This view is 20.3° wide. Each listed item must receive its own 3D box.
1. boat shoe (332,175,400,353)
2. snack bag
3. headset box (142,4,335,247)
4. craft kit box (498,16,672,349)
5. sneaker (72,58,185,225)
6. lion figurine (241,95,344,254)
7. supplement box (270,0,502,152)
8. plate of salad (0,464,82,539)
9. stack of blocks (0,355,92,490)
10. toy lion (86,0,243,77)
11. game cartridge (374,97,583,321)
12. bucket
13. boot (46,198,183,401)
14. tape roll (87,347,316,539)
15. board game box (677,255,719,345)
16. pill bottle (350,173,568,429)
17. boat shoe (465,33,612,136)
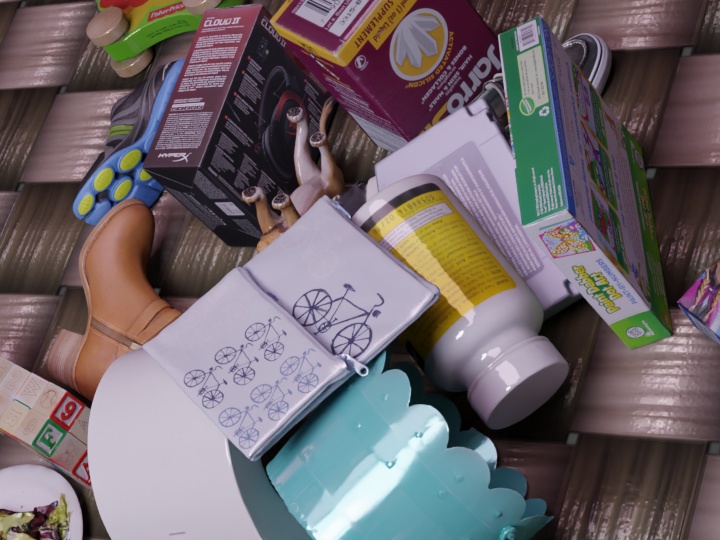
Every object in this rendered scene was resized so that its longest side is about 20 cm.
[{"bbox_3d":[0.000,0.000,1.773,0.060,0.074,0.200,-20,48,24],"label":"boat shoe"},{"bbox_3d":[-0.054,0.038,1.553,0.200,0.021,0.189,-40,40,-8],"label":"snack bag"},{"bbox_3d":[-0.105,-0.143,1.895,0.075,0.149,0.200,1,62,36],"label":"headset box"},{"bbox_3d":[0.180,-0.069,1.605,0.048,0.197,0.200,-23,49,25],"label":"craft kit box"},{"bbox_3d":[-0.225,-0.128,2.036,0.083,0.071,0.200,10,65,55],"label":"sneaker"},{"bbox_3d":[-0.051,-0.055,1.841,0.072,0.123,0.200,9,50,33],"label":"lion figurine"},{"bbox_3d":[0.035,-0.198,1.795,0.103,0.200,0.131,31,81,44],"label":"supplement box"},{"bbox_3d":[-0.342,0.266,1.850,0.200,0.048,0.200,-19,50,24],"label":"plate of salad"},{"bbox_3d":[-0.311,0.132,1.874,0.200,0.115,0.059,22,74,44],"label":"stack of blocks"},{"bbox_3d":[-0.203,-0.308,2.149,0.200,0.069,0.192,-14,46,28],"label":"toy lion"},{"bbox_3d":[0.097,-0.032,1.710,0.133,0.040,0.200,-31,68,10],"label":"game cartridge"},{"bbox_3d":[0.035,0.167,1.546,0.135,0.207,0.207,-45,45,4],"label":"bucket"},{"bbox_3d":[-0.206,0.034,1.892,0.155,0.077,0.200,13,71,42],"label":"boot"},{"bbox_3d":[-0.111,0.151,1.657,0.139,0.203,0.203,-12,54,29],"label":"tape roll"},{"bbox_3d":[0.375,0.009,1.518,0.199,0.043,0.200,-46,45,-2],"label":"board game box"},{"bbox_3d":[0.078,0.027,1.624,0.111,0.111,0.200,-40,65,5],"label":"pill bottle"},{"bbox_3d":[0.138,-0.141,1.773,0.200,0.071,0.072,-45,45,0],"label":"boat shoe"}]
